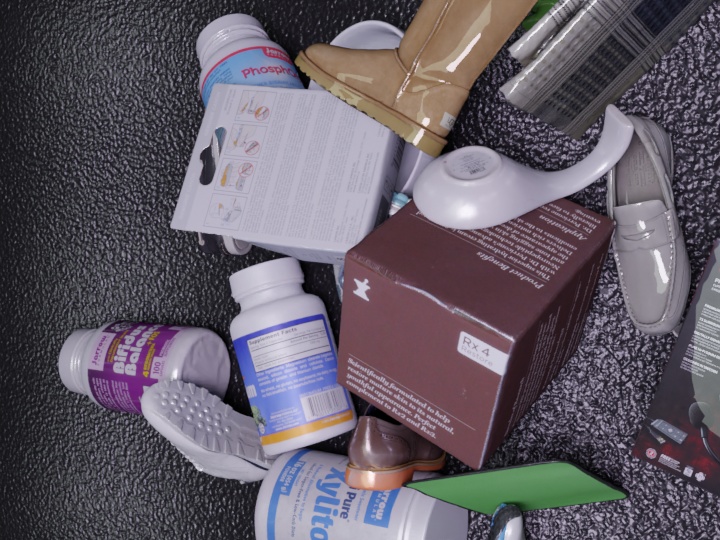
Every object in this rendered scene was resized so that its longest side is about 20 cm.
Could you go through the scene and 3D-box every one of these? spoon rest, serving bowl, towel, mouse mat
[{"bbox_3d":[0.143,-0.085,0.787,0.199,0.061,0.100,-19,43,-5],"label":"spoon rest"},{"bbox_3d":[0.023,-0.155,0.934,0.199,0.065,0.202,4,95,49],"label":"serving bowl"},{"bbox_3d":[0.218,-0.207,0.774,0.200,0.192,0.035,-47,65,20],"label":"towel"},{"bbox_3d":[0.149,0.205,0.831,0.160,0.200,0.008,-16,60,27],"label":"mouse mat"}]

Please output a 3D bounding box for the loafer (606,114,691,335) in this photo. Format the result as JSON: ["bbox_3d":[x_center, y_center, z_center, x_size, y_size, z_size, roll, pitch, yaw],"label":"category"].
[{"bbox_3d":[0.253,-0.043,0.805,0.070,0.070,0.202,-15,69,39],"label":"loafer"}]

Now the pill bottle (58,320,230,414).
[{"bbox_3d":[-0.269,0.119,1.090,0.199,0.112,0.113,2,93,27],"label":"pill bottle"}]

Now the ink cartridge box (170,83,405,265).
[{"bbox_3d":[-0.064,-0.094,0.847,0.199,0.057,0.164,6,72,25],"label":"ink cartridge box"}]

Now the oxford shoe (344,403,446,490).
[{"bbox_3d":[0.043,0.161,0.878,0.071,0.200,0.074,1,90,18],"label":"oxford shoe"}]

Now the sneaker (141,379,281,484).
[{"bbox_3d":[-0.175,0.193,1.008,0.080,0.200,0.077,-32,39,29],"label":"sneaker"}]

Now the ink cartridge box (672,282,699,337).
[{"bbox_3d":[0.372,0.057,0.738,0.199,0.128,0.126,-10,88,29],"label":"ink cartridge box"}]

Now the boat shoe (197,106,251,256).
[{"bbox_3d":[-0.170,-0.117,1.053,0.060,0.074,0.202,-2,100,23],"label":"boat shoe"}]

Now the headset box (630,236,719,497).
[{"bbox_3d":[0.310,0.073,0.656,0.148,0.075,0.201,25,105,26],"label":"headset box"}]

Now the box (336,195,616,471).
[{"bbox_3d":[0.103,0.030,0.810,0.165,0.200,0.165,29,136,25],"label":"box"}]

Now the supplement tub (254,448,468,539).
[{"bbox_3d":[0.001,0.267,0.944,0.199,0.132,0.133,3,93,28],"label":"supplement tub"}]

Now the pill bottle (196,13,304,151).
[{"bbox_3d":[-0.110,-0.176,0.958,0.109,0.108,0.201,-37,61,24],"label":"pill bottle"}]

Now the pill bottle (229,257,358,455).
[{"bbox_3d":[-0.081,0.093,0.989,0.111,0.112,0.201,-21,82,27],"label":"pill bottle"}]

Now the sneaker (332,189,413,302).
[{"bbox_3d":[0.000,0.000,0.909,0.077,0.087,0.200,25,149,3],"label":"sneaker"}]

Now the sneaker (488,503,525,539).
[{"bbox_3d":[0.169,0.319,0.885,0.086,0.075,0.201,1,115,16],"label":"sneaker"}]

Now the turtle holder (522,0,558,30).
[{"bbox_3d":[0.206,-0.315,0.800,0.185,0.141,0.132,-23,41,52],"label":"turtle holder"}]

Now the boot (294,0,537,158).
[{"bbox_3d":[0.057,-0.220,0.765,0.175,0.066,0.201,35,101,20],"label":"boot"}]
